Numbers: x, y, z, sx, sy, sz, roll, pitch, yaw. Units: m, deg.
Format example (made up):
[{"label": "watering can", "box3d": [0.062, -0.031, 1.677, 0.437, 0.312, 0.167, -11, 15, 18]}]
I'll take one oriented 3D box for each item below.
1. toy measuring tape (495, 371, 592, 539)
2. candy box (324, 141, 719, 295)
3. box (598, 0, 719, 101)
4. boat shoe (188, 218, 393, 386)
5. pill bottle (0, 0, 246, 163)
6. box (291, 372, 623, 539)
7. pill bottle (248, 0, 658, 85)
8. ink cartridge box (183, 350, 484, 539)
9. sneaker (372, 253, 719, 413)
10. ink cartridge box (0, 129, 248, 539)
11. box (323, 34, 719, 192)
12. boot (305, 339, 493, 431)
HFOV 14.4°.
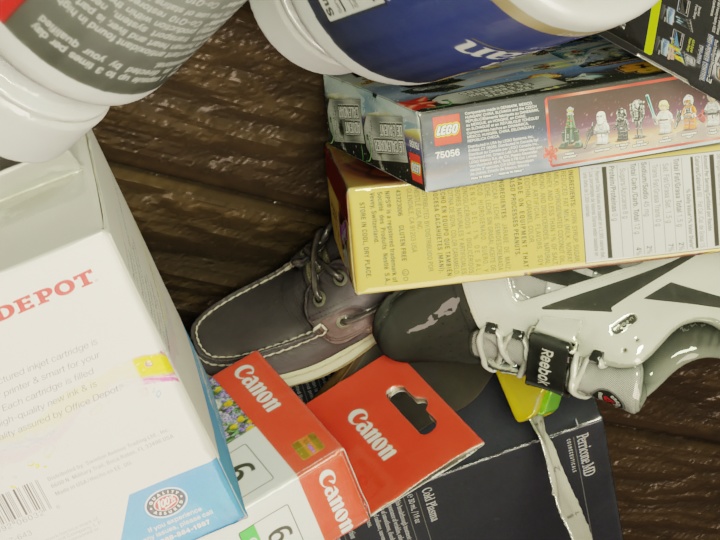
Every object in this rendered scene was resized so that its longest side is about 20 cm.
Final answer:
[{"label": "toy measuring tape", "box3d": [0.113, 0.058, 1.502, 0.073, 0.201, 0.074, -22, 173, -3]}, {"label": "candy box", "box3d": [0.087, -0.038, 1.375, 0.198, 0.117, 0.057, -6, 104, -5]}, {"label": "box", "box3d": [0.120, -0.169, 1.180, 0.044, 0.160, 0.200, -51, 161, -27]}, {"label": "boat shoe", "box3d": [0.000, 0.000, 1.466, 0.199, 0.072, 0.065, -20, 140, 1]}, {"label": "pill bottle", "box3d": [-0.094, -0.138, 1.135, 0.113, 0.114, 0.200, 13, 136, -44]}, {"label": "box", "box3d": [0.047, 0.115, 1.638, 0.181, 0.105, 0.200, -18, 150, -1]}, {"label": "pill bottle", "box3d": [0.036, -0.136, 1.163, 0.110, 0.112, 0.200, 1, 174, -32]}, {"label": "ink cartridge box", "box3d": [-0.052, 0.095, 1.393, 0.199, 0.109, 0.051, -30, 125, -11]}, {"label": "sneaker", "box3d": [0.106, 0.031, 1.418, 0.199, 0.089, 0.074, -11, 151, 4]}, {"label": "ink cartridge box", "box3d": [-0.152, 0.030, 1.313, 0.128, 0.125, 0.201, -21, 123, 1]}, {"label": "box", "box3d": [0.097, -0.080, 1.336, 0.199, 0.137, 0.040, -10, 104, -17]}, {"label": "boot", "box3d": [0.007, 0.061, 1.520, 0.075, 0.074, 0.200, -12, -152, 52]}]
